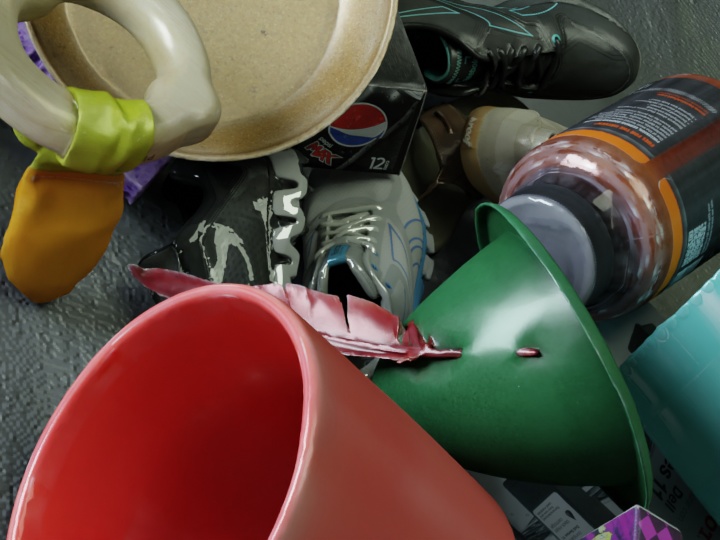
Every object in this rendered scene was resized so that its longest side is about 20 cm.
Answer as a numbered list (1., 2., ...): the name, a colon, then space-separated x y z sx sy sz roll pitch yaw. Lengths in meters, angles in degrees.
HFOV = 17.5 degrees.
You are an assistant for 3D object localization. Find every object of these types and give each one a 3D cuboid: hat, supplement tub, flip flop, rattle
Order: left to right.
1. rattle: -0.165 -0.111 1.166 0.130 0.143 0.200 -32 73 -27
2. hat: 0.020 0.072 1.141 0.200 0.176 0.166 53 -15 53
3. flip flop: 0.060 -0.069 1.411 0.081 0.058 0.200 54 39 4
4. supplement tub: 0.146 -0.037 1.301 0.107 0.107 0.200 55 39 5

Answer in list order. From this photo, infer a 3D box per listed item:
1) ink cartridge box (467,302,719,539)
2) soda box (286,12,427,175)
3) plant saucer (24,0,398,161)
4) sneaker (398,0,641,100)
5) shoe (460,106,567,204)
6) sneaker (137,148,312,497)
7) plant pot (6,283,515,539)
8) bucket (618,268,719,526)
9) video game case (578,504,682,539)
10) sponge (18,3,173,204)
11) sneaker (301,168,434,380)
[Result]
1. ink cartridge box: 0.132 0.086 1.341 0.200 0.083 0.147 46 39 -7
2. soda box: -0.023 -0.143 1.338 0.071 0.063 0.200 4 41 -21
3. plant saucer: -0.080 -0.151 1.223 0.200 0.035 0.201 2 79 -11
4. sneaker: 0.077 -0.129 1.433 0.199 0.076 0.079 8 34 -11
5. shoe: 0.125 -0.044 1.412 0.200 0.053 0.070 32 61 -56
6. sneaker: -0.073 0.024 1.213 0.090 0.066 0.201 8 63 -19
7. plant pot: -0.034 0.131 1.078 0.177 0.200 0.201 32 42 -37
8. bucket: 0.240 0.046 1.255 0.135 0.207 0.207 46 39 7
9. video game case: 0.074 0.231 1.098 0.036 0.181 0.200 33 43 -22
10. sponge: -0.156 -0.143 1.241 0.200 0.030 0.112 44 63 -6
11. sneaker: 0.000 0.000 1.264 0.087 0.075 0.200 68 13 -54
